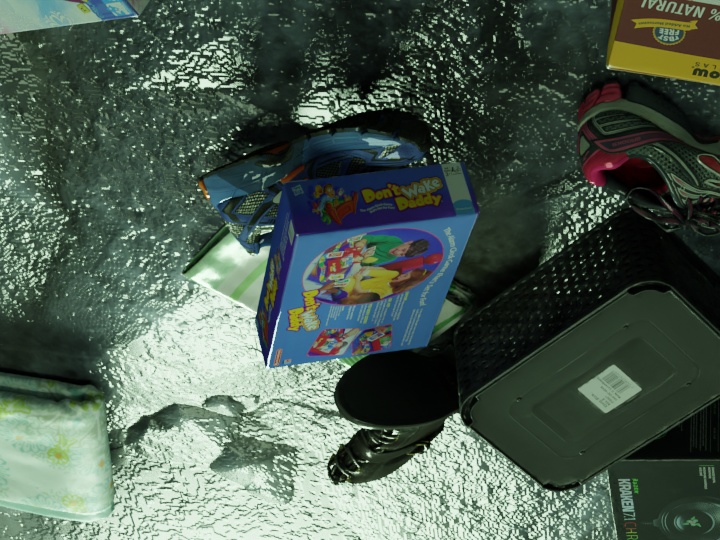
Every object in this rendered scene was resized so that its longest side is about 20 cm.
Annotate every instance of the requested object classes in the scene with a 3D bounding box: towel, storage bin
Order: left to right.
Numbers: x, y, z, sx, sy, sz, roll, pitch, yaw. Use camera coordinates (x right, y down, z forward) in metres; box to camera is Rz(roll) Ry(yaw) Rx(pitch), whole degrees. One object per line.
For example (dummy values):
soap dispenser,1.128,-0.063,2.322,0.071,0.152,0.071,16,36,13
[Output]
towel,-0.334,0.164,1.623,0.199,0.048,0.172,8,139,5
towel,-0.027,0.014,1.407,0.199,0.023,0.152,30,136,-19
storage bin,0.183,0.064,1.329,0.200,0.094,0.135,-36,120,25

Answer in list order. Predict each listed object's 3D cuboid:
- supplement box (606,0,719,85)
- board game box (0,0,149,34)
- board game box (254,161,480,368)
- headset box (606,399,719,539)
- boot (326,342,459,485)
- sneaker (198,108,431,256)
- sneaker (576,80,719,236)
supplement box,0.222,-0.236,0.942,0.132,0.201,0.198,9,138,2
board game box,-0.258,-0.240,1.119,0.199,0.041,0.200,1,142,43
board game box,0.000,0.000,1.272,0.134,0.045,0.200,-7,151,-15
headset box,0.315,0.176,1.452,0.199,0.093,0.175,-1,137,13
boot,0.022,0.133,1.435,0.199,0.069,0.174,-8,152,-43
sneaker,-0.026,-0.065,1.267,0.199,0.075,0.079,-16,100,38
sneaker,0.239,-0.056,1.230,0.199,0.075,0.081,23,137,-13
